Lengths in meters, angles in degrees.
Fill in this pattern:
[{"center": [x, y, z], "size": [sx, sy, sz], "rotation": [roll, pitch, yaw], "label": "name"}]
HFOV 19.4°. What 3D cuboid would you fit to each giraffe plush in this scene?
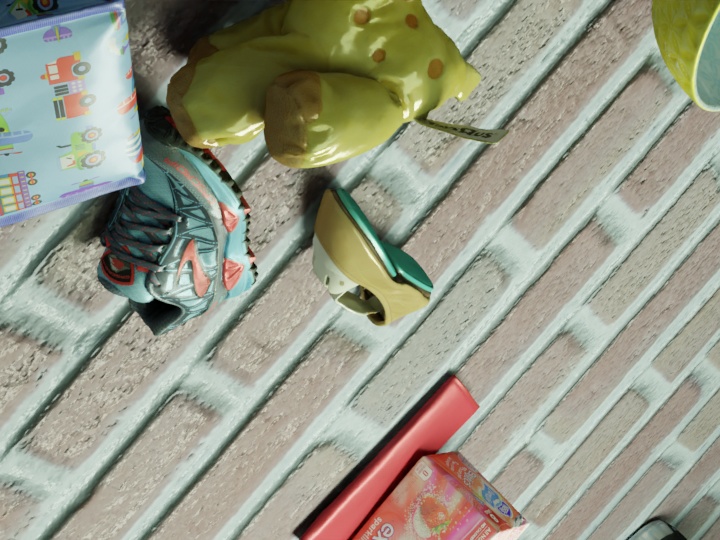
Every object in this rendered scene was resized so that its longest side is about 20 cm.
[{"center": [-0.010, -0.163, 1.225], "size": [0.173, 0.198, 0.163], "rotation": [-62, 153, -63], "label": "giraffe plush"}]

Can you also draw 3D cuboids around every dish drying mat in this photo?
[{"center": [0.025, 0.178, 1.876], "size": [0.200, 0.018, 0.077], "rotation": [-45, 154, -4], "label": "dish drying mat"}]

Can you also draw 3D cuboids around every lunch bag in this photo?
[{"center": [-0.223, -0.085, 1.094], "size": [0.199, 0.094, 0.151], "rotation": [-25, 149, -16], "label": "lunch bag"}]

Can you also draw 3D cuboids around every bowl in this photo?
[{"center": [0.284, -0.234, 1.606], "size": [0.200, 0.108, 0.201], "rotation": [-35, 151, -23], "label": "bowl"}]

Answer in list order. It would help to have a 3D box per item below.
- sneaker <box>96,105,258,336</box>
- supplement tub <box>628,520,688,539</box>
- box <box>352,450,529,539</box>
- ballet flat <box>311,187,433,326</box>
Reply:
[{"center": [-0.121, -0.019, 1.322], "size": [0.095, 0.079, 0.200], "rotation": [-37, 152, -15], "label": "sneaker"}, {"center": [0.395, 0.407, 2.537], "size": [0.122, 0.200, 0.123], "rotation": [-34, 151, -23], "label": "supplement tub"}, {"center": [0.045, 0.271, 1.914], "size": [0.200, 0.103, 0.095], "rotation": [-50, 163, 14], "label": "box"}, {"center": [0.000, 0.000, 1.548], "size": [0.063, 0.069, 0.200], "rotation": [-35, 153, 6], "label": "ballet flat"}]
